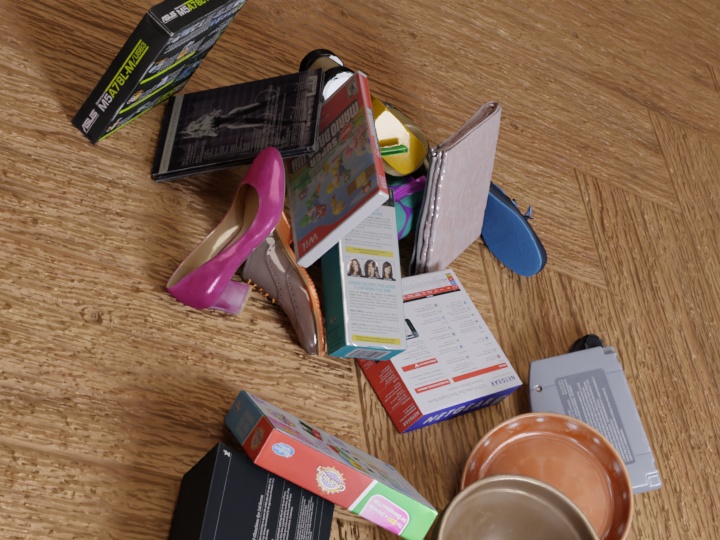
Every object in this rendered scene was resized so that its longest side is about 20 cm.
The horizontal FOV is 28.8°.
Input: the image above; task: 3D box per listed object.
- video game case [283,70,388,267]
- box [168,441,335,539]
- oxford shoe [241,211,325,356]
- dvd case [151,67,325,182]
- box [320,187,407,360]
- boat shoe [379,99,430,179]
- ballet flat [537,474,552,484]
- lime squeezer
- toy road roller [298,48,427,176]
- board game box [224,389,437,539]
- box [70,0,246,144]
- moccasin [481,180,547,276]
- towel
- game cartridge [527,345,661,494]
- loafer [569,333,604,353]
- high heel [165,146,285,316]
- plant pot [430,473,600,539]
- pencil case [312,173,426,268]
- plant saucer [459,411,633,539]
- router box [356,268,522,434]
[{"bbox_3d":[-0.033,-0.118,1.608,0.017,0.143,0.200,26,39,-35],"label":"video game case"},{"bbox_3d":[-0.111,0.285,1.335,0.141,0.079,0.200,32,39,-21],"label":"box"},{"bbox_3d":[-0.097,0.014,1.627,0.073,0.071,0.200,-21,77,-10],"label":"oxford shoe"},{"bbox_3d":[-0.143,-0.174,1.665,0.149,0.200,0.016,-86,163,-45],"label":"dvd case"},{"bbox_3d":[0.000,0.000,1.619,0.082,0.049,0.200,7,68,-29],"label":"box"},{"bbox_3d":[0.067,-0.161,1.922,0.066,0.072,0.201,-15,62,-43],"label":"boat shoe"},{"bbox_3d":[0.225,0.279,1.662,0.074,0.074,0.200,-14,66,-48],"label":"ballet flat"},{"bbox_3d":[-0.035,-0.114,1.702,0.071,0.038,0.200,45,57,12],"label":"lime squeezer"},{"bbox_3d":[-0.028,-0.174,1.787,0.200,0.146,0.123,38,7,-28],"label":"toy road roller"},{"bbox_3d":[-0.033,0.201,1.447,0.200,0.040,0.153,30,0,-19],"label":"board game box"},{"bbox_3d":[-0.227,-0.254,1.635,0.048,0.193,0.200,46,38,-2],"label":"box"},{"bbox_3d":[0.200,-0.082,1.966,0.200,0.080,0.068,55,34,11],"label":"moccasin"},{"bbox_3d":[0.126,-0.103,1.836,0.032,0.200,0.191,21,33,21],"label":"towel"},{"bbox_3d":[0.284,0.196,1.762,0.133,0.040,0.200,-10,59,-6],"label":"game cartridge"},{"bbox_3d":[0.321,0.155,1.870,0.072,0.063,0.200,31,39,-18],"label":"loafer"},{"bbox_3d":[-0.150,-0.052,1.558,0.096,0.200,0.067,21,-2,-39],"label":"high heel"},{"bbox_3d":[0.159,0.328,1.511,0.201,0.093,0.201,9,60,-16],"label":"plant pot"},{"bbox_3d":[0.008,-0.064,1.759,0.085,0.092,0.200,48,36,9],"label":"pencil case"},{"bbox_3d":[0.213,0.264,1.617,0.200,0.032,0.200,0,69,-1],"label":"plant saucer"},{"bbox_3d":[0.081,0.094,1.715,0.200,0.049,0.180,-9,63,-47],"label":"router box"}]
